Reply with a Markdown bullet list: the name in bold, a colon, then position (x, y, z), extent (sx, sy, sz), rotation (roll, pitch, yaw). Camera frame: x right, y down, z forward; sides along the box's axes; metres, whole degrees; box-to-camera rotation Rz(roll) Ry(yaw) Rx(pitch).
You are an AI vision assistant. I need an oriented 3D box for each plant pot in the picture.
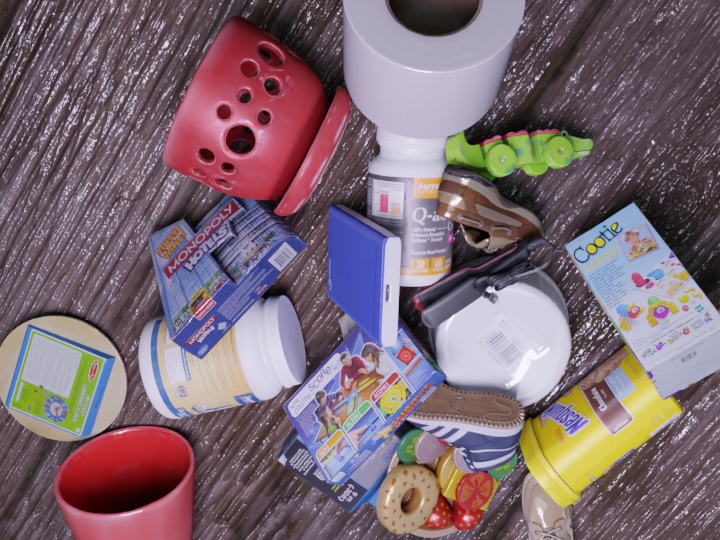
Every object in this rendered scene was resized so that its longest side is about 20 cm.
- **plant pot**: position (-0.330, 0.359, 1.109), extent (0.197, 0.201, 0.180), rotation (0, 114, 5)
- **plant pot**: position (-0.122, -0.180, 0.936), extent (0.181, 0.201, 0.202), rotation (27, 106, -12)

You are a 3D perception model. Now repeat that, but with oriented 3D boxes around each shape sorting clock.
- **shape sorting clock**: position (-0.448, 0.162, 1.136), extent (0.197, 0.039, 0.203), rotation (1, 104, 4)

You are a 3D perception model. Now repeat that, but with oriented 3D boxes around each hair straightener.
- **hair straightener**: position (0.164, 0.019, 0.934), extent (0.198, 0.077, 0.041), rotation (-25, 126, 4)

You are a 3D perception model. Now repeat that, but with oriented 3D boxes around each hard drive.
- **hard drive**: position (0.000, 0.000, 0.970), extent (0.025, 0.200, 0.134), rotation (-4, 107, -20)

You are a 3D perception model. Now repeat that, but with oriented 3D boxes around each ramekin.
- **ramekin**: position (0.189, 0.089, 1.025), extent (0.198, 0.098, 0.203), rotation (2, 105, 6)

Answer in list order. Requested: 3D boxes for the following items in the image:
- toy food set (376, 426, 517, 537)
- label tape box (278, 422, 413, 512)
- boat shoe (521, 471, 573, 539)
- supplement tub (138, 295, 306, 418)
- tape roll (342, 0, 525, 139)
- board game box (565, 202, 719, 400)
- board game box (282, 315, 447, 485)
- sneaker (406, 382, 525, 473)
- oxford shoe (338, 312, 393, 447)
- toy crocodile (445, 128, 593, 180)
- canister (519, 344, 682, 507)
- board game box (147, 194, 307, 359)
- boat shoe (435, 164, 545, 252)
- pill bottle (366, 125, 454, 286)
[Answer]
- **toy food set**: position (0.123, 0.290, 1.074), extent (0.198, 0.049, 0.200), rotation (25, 92, -26)
- **label tape box**: position (0.002, 0.271, 1.109), extent (0.199, 0.063, 0.145), rotation (36, 105, -4)
- **boat shoe**: position (0.282, 0.391, 1.114), extent (0.071, 0.065, 0.203), rotation (-8, 104, 7)
- **supplement tub**: position (-0.187, 0.116, 1.044), extent (0.197, 0.145, 0.146), rotation (-13, 104, 9)
- **tape roll**: position (0.078, -0.274, 0.872), extent (0.200, 0.139, 0.205), rotation (0, 70, 0)
- **board game box**: position (0.355, 0.036, 0.933), extent (0.104, 0.201, 0.103), rotation (-32, 140, 13)
- **board game box**: position (0.001, 0.157, 0.977), extent (0.200, 0.136, 0.034), rotation (-47, 141, 10)
- **sneaker**: position (0.115, 0.202, 0.999), extent (0.198, 0.070, 0.109), rotation (10, 137, 19)
- **oxford shoe**: position (0.009, 0.145, 1.055), extent (0.057, 0.075, 0.203), rotation (-13, 83, 18)
- **toy crocodile**: position (0.200, -0.150, 0.951), extent (0.197, 0.067, 0.063), rotation (-9, 90, -16)
- **canister**: position (0.318, 0.204, 1.020), extent (0.200, 0.149, 0.087), rotation (-43, 98, 12)
- **board game box**: position (-0.197, -0.022, 1.000), extent (0.200, 0.200, 0.062), rotation (-47, 136, 0)
- **boat shoe**: position (0.158, -0.062, 0.957), extent (0.199, 0.075, 0.075), rotation (27, 87, -40)
- **pill bottle**: position (0.065, -0.089, 0.979), extent (0.115, 0.116, 0.203), rotation (2, 105, 5)
